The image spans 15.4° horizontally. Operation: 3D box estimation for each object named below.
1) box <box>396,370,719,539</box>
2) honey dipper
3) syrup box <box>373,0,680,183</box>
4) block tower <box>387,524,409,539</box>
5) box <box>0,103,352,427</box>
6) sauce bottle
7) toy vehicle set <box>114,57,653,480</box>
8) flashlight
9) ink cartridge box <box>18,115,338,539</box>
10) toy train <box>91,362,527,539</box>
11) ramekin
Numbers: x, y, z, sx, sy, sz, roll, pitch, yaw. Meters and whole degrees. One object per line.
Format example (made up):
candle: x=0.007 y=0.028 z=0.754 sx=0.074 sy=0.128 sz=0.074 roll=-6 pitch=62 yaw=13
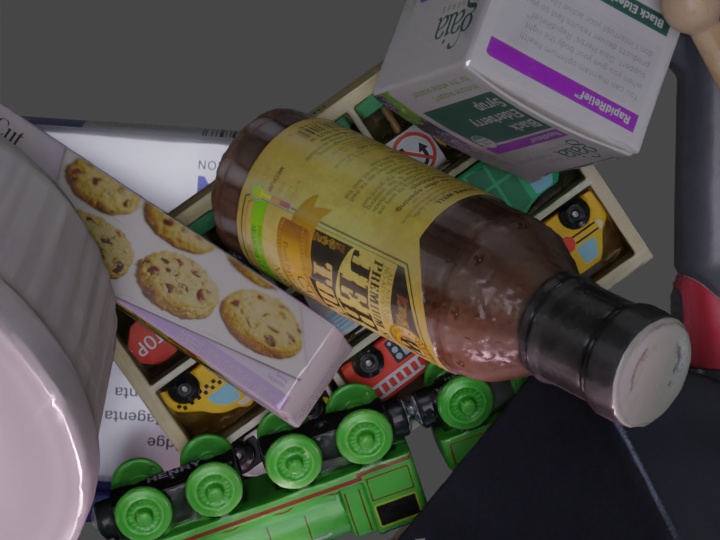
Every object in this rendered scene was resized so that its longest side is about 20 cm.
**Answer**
box: x=0.112 y=0.151 z=1.005 sx=0.196 sy=0.118 sz=0.200 roll=19 pitch=121 yaw=-35
honey dipper: x=0.161 y=-0.024 z=0.992 sx=0.038 sy=0.038 sz=0.200 roll=-31 pitch=109 yaw=3
syrup box: x=0.084 y=-0.141 z=1.007 sx=0.081 sy=0.079 sz=0.201 roll=27 pitch=74 yaw=-20
block tower: x=0.035 y=0.135 z=1.095 sx=0.200 sy=0.058 sz=0.054 roll=-43 pitch=106 yaw=3
box: x=-0.095 y=-0.011 z=1.013 sx=0.200 sy=0.039 sz=0.042 roll=34 pitch=84 yaw=15
sauce bottle: x=0.030 y=-0.001 z=0.949 sx=0.065 sy=0.200 sz=0.065 roll=-21 pitch=123 yaw=-37
toy vehicle set: x=0.000 y=0.000 z=1.055 sx=0.200 sy=0.027 sz=0.125 roll=-36 pitch=100 yaw=1
flashlight: x=0.158 y=-0.032 z=1.067 sx=0.068 sy=0.068 sz=0.201 roll=5 pitch=96 yaw=38
ink cartridge box: x=-0.101 y=0.040 z=1.089 sx=0.195 sy=0.043 sz=0.201 roll=3 pitch=97 yaw=-2
toy train: x=-0.005 y=0.077 z=1.033 sx=0.199 sy=0.042 sz=0.057 roll=-19 pitch=110 yaw=-2
ramekin: x=-0.180 y=0.022 z=0.965 sx=0.201 sy=0.094 sz=0.203 roll=9 pitch=134 yaw=10
